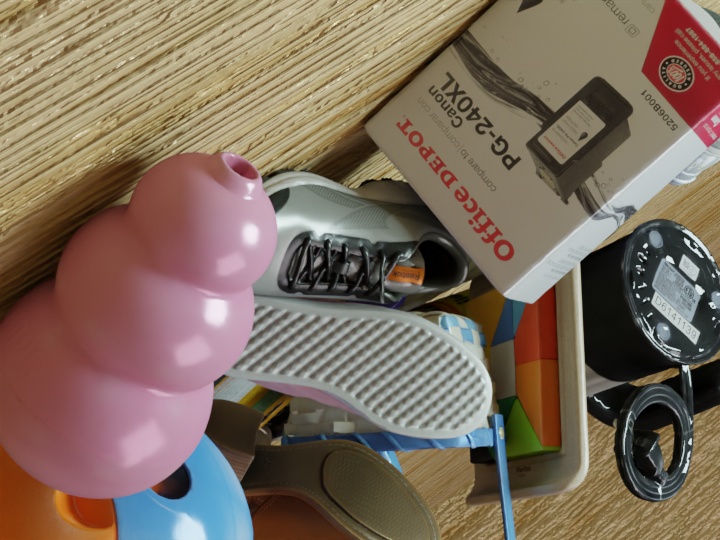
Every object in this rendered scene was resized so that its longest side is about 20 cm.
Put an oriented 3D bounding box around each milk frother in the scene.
[{"bbox_3d":[0.186,0.088,1.295,0.200,0.181,0.188,-40,-172,-39],"label":"milk frother"}]

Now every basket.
[{"bbox_3d":[0.030,0.133,1.192,0.175,0.202,0.139,-2,170,21],"label":"basket"}]

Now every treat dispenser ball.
[{"bbox_3d":[-0.165,0.175,0.999,0.200,0.201,0.201,-37,166,-10],"label":"treat dispenser ball"}]

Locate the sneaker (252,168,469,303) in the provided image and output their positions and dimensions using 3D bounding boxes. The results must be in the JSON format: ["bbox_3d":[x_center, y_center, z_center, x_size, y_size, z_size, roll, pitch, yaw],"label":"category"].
[{"bbox_3d":[-0.009,-0.015,1.004,0.199,0.079,0.074,-6,127,-44],"label":"sneaker"}]

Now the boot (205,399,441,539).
[{"bbox_3d":[-0.055,0.186,1.142,0.077,0.199,0.156,-75,-170,-48],"label":"boot"}]

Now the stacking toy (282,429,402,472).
[{"bbox_3d":[-0.057,0.203,1.384,0.109,0.117,0.200,-23,-175,35],"label":"stacking toy"}]

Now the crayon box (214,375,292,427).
[{"bbox_3d":[-0.116,0.095,1.194,0.126,0.052,0.200,-42,166,9],"label":"crayon box"}]

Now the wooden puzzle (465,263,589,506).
[{"bbox_3d":[0.119,0.075,1.239,0.037,0.202,0.185,8,166,-18],"label":"wooden puzzle"}]

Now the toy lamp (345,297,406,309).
[{"bbox_3d":[0.000,0.000,1.186,0.058,0.058,0.200,-40,168,4],"label":"toy lamp"}]

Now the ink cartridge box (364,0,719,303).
[{"bbox_3d":[0.124,-0.097,1.012,0.200,0.145,0.083,-42,167,11],"label":"ink cartridge box"}]

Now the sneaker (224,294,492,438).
[{"bbox_3d":[-0.016,0.052,1.056,0.105,0.199,0.076,-155,-99,-79],"label":"sneaker"}]

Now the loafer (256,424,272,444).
[{"bbox_3d":[-0.142,0.192,1.351,0.200,0.076,0.068,-47,-153,31],"label":"loafer"}]

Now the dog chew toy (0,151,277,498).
[{"bbox_3d":[-0.113,0.023,0.843,0.200,0.124,0.124,-54,161,24],"label":"dog chew toy"}]

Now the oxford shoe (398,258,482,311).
[{"bbox_3d":[0.064,-0.012,1.334,0.075,0.058,0.200,-37,-177,-36],"label":"oxford shoe"}]

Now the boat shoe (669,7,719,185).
[{"bbox_3d":[0.276,-0.145,1.305,0.065,0.074,0.203,-53,-168,39],"label":"boat shoe"}]

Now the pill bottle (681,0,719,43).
[{"bbox_3d":[0.190,-0.113,1.209,0.112,0.112,0.200,-30,165,-33],"label":"pill bottle"}]

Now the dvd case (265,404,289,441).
[{"bbox_3d":[-0.053,0.102,1.446,0.150,0.025,0.200,-44,166,17],"label":"dvd case"}]

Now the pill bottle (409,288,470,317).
[{"bbox_3d":[0.072,0.081,1.412,0.199,0.110,0.109,-18,156,-36],"label":"pill bottle"}]
